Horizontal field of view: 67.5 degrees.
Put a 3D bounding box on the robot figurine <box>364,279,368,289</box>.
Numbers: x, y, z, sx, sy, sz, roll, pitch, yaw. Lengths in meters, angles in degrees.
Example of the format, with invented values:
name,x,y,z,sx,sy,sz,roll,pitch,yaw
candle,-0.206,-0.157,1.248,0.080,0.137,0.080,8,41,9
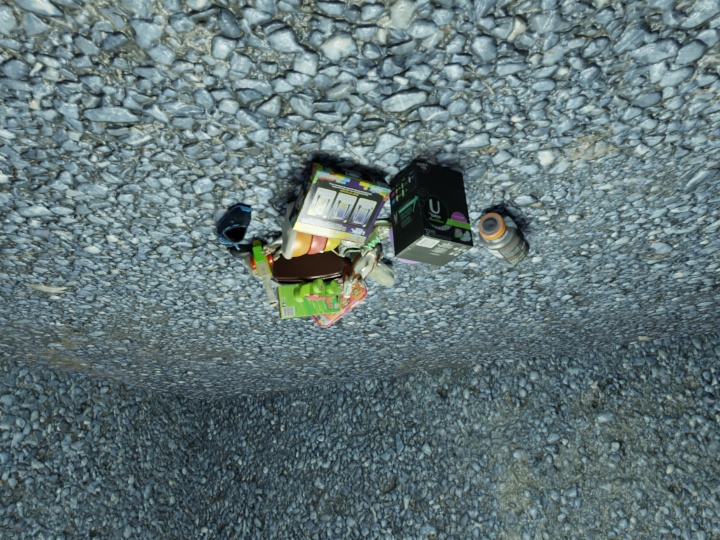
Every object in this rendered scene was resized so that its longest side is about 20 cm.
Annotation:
name,x,y,z,sx,sy,sz,roll,pitch,yaw
robot figurine,-0.067,0.071,1.839,0.199,0.114,0.169,-23,-176,37

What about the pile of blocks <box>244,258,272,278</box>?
name,x,y,z,sx,sy,sz,roll,pitch,yaw
pile of blocks,-0.262,-0.006,1.680,0.198,0.083,0.062,16,155,-4

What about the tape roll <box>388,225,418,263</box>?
name,x,y,z,sx,sy,sz,roll,pitch,yaw
tape roll,0.180,-0.100,1.468,0.198,0.066,0.201,-14,153,-7

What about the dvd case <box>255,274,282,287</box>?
name,x,y,z,sx,sy,sz,roll,pitch,yaw
dvd case,-0.228,0.010,1.790,0.199,0.025,0.150,-13,156,23

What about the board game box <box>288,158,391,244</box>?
name,x,y,z,sx,sy,sz,roll,pitch,yaw
board game box,-0.049,-0.158,1.282,0.199,0.057,0.166,11,124,-29

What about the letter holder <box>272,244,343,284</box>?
name,x,y,z,sx,sy,sz,roll,pitch,yaw
letter holder,-0.150,-0.005,1.573,0.198,0.143,0.101,-5,139,-2

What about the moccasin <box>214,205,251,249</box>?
name,x,y,z,sx,sy,sz,roll,pitch,yaw
moccasin,-0.346,-0.104,1.446,0.080,0.069,0.200,6,156,-21

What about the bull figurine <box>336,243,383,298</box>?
name,x,y,z,sx,sy,sz,roll,pitch,yaw
bull figurine,0.000,0.000,1.608,0.065,0.201,0.121,33,-172,-14

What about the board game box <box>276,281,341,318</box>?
name,x,y,z,sx,sy,sz,roll,pitch,yaw
board game box,-0.152,0.087,1.622,0.198,0.096,0.030,-5,176,-27

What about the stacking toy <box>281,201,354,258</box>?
name,x,y,z,sx,sy,sz,roll,pitch,yaw
stacking toy,-0.099,-0.092,1.392,0.198,0.147,0.146,8,155,-15

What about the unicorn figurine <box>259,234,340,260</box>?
name,x,y,z,sx,sy,sz,roll,pitch,yaw
unicorn figurine,-0.176,-0.073,1.509,0.199,0.137,0.074,17,122,26

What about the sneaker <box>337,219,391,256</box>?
name,x,y,z,sx,sy,sz,roll,pitch,yaw
sneaker,0.021,-0.081,1.522,0.198,0.089,0.077,-11,156,16

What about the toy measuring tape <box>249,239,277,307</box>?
name,x,y,z,sx,sy,sz,roll,pitch,yaw
toy measuring tape,-0.277,0.007,1.578,0.073,0.202,0.074,-16,180,0

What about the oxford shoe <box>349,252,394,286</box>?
name,x,y,z,sx,sy,sz,roll,pitch,yaw
oxford shoe,0.039,-0.019,1.722,0.075,0.058,0.200,-15,140,42

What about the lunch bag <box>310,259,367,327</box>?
name,x,y,z,sx,sy,sz,roll,pitch,yaw
lunch bag,-0.094,0.063,1.717,0.200,0.177,0.082,-38,174,-4

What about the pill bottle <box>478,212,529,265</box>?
name,x,y,z,sx,sy,sz,roll,pitch,yaw
pill bottle,0.399,-0.093,1.519,0.106,0.107,0.200,-16,154,28

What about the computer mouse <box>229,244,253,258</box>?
name,x,y,z,sx,sy,sz,roll,pitch,yaw
computer mouse,-0.295,-0.050,1.627,0.198,0.034,0.059,1,156,-11

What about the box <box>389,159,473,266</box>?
name,x,y,z,sx,sy,sz,roll,pitch,yaw
box,0.163,-0.133,1.273,0.147,0.202,0.124,10,153,-28

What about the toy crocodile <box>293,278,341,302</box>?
name,x,y,z,sx,sy,sz,roll,pitch,yaw
toy crocodile,-0.120,0.061,1.555,0.067,0.062,0.200,-10,170,27
